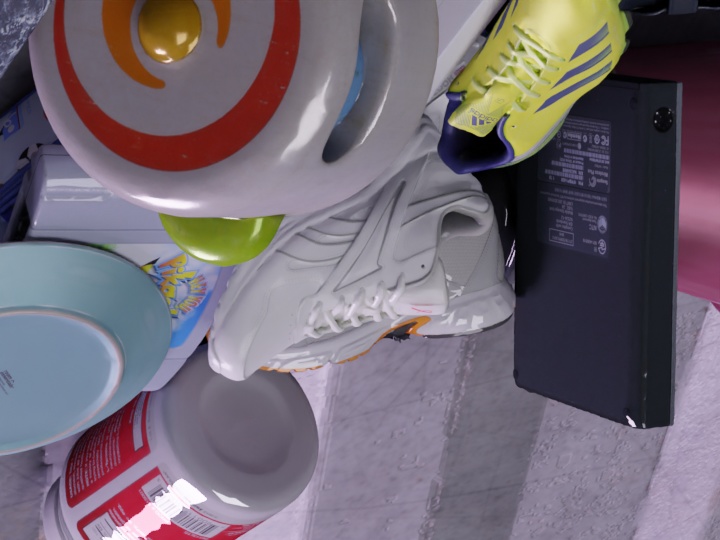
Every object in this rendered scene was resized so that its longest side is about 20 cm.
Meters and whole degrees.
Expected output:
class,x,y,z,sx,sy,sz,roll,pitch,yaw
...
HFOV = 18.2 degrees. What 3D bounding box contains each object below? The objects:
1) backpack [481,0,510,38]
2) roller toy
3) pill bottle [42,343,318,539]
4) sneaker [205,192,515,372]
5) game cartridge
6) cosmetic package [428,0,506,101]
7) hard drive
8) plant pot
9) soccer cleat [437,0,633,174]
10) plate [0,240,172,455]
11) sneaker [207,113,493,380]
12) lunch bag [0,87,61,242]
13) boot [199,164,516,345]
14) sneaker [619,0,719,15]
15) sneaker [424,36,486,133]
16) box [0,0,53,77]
class,x,y,z,sx,sy,sz,roll,pitch,yaw
backpack,0.117,-0.214,1.240,0.201,0.154,0.163,-54,147,6
roller toy,-0.066,-0.120,1.108,0.182,0.201,0.140,-30,169,24
pill bottle,-0.121,0.131,1.422,0.112,0.113,0.200,2,156,-35
sneaker,-0.003,0.000,1.356,0.199,0.076,0.093,-13,107,-22
game cartridge,-0.138,0.003,1.259,0.132,0.041,0.201,-4,143,-27
cosmetic package,0.004,-0.172,1.183,0.200,0.151,0.052,-52,171,23
hard drive,0.139,-0.017,1.341,0.033,0.139,0.202,-5,100,-28
plant pot,0.219,-0.066,1.430,0.178,0.201,0.201,6,131,-18
soccer cleat,0.086,-0.105,1.184,0.084,0.065,0.200,-36,169,-19
plate,-0.200,0.055,1.250,0.199,0.026,0.201,-13,145,-9
sneaker,0.000,0.000,1.274,0.200,0.099,0.078,-44,164,-18
lunch bag,-0.129,-0.038,1.304,0.160,0.076,0.200,-38,140,14
boot,0.001,0.003,1.437,0.199,0.066,0.165,-10,145,-22
sneaker,0.220,-0.197,1.366,0.199,0.080,0.079,-22,142,-10
sneaker,0.057,-0.120,1.346,0.080,0.077,0.200,20,118,-35
box,-0.255,-0.159,1.051,0.196,0.118,0.200,16,121,-44
